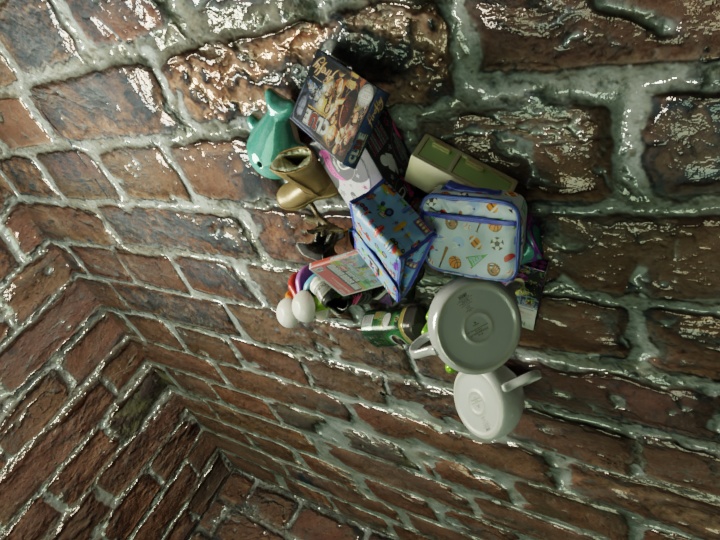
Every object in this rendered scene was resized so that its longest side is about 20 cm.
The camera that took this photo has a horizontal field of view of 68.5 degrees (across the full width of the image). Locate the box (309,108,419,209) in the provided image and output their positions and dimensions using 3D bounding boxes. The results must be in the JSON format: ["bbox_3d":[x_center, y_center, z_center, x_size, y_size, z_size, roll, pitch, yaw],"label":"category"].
[{"bbox_3d":[0.014,-0.211,1.049,0.129,0.116,0.203,-8,125,43],"label":"box"}]

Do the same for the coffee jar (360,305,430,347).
[{"bbox_3d":[0.099,0.147,1.390,0.196,0.088,0.104,-10,141,45],"label":"coffee jar"}]

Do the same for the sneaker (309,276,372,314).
[{"bbox_3d":[-0.037,0.071,1.353,0.195,0.089,0.075,13,125,-40],"label":"sneaker"}]

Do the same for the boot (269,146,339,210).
[{"bbox_3d":[-0.141,-0.195,1.126,0.169,0.069,0.199,-16,169,16],"label":"boot"}]

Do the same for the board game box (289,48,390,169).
[{"bbox_3d":[-0.044,-0.291,0.944,0.200,0.034,0.139,45,116,39],"label":"board game box"}]

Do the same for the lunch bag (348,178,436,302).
[{"bbox_3d":[0.050,-0.042,1.015,0.151,0.093,0.202,49,157,21],"label":"lunch bag"}]

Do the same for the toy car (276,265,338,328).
[{"bbox_3d":[-0.139,0.065,1.468,0.197,0.171,0.156,-22,80,50],"label":"toy car"}]

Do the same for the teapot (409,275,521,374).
[{"bbox_3d":[0.213,0.101,1.046,0.192,0.205,0.146,15,-176,-3],"label":"teapot"}]

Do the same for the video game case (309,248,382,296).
[{"bbox_3d":[0.000,0.000,1.194,0.194,0.018,0.142,-16,143,30],"label":"video game case"}]

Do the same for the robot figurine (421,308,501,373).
[{"bbox_3d":[0.239,0.145,1.193,0.194,0.115,0.181,22,118,17],"label":"robot figurine"}]

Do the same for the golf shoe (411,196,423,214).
[{"bbox_3d":[0.139,-0.108,1.097,0.196,0.076,0.092,-9,129,46],"label":"golf shoe"}]

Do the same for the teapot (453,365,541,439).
[{"bbox_3d":[0.339,0.309,1.318,0.198,0.142,0.206,26,120,53],"label":"teapot"}]

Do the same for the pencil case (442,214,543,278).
[{"bbox_3d":[0.254,-0.044,1.031,0.195,0.087,0.093,-16,129,33],"label":"pencil case"}]

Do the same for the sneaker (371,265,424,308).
[{"bbox_3d":[0.112,0.035,1.292,0.086,0.078,0.199,30,150,-18],"label":"sneaker"}]

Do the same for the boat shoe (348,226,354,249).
[{"bbox_3d":[0.058,-0.059,1.218,0.196,0.083,0.071,21,127,43],"label":"boat shoe"}]

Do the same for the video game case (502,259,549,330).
[{"bbox_3d":[0.296,0.030,1.146,0.194,0.036,0.185,18,140,25],"label":"video game case"}]

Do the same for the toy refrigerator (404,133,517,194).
[{"bbox_3d":[0.187,-0.170,0.986,0.196,0.077,0.071,30,144,10],"label":"toy refrigerator"}]

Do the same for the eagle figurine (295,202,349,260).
[{"bbox_3d":[-0.084,-0.054,1.287,0.144,0.156,0.203,-3,146,-9],"label":"eagle figurine"}]

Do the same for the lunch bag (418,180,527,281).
[{"bbox_3d":[0.196,-0.073,0.944,0.194,0.076,0.166,10,123,29],"label":"lunch bag"}]

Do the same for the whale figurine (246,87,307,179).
[{"bbox_3d":[-0.189,-0.285,1.144,0.156,0.105,0.202,31,145,6],"label":"whale figurine"}]
